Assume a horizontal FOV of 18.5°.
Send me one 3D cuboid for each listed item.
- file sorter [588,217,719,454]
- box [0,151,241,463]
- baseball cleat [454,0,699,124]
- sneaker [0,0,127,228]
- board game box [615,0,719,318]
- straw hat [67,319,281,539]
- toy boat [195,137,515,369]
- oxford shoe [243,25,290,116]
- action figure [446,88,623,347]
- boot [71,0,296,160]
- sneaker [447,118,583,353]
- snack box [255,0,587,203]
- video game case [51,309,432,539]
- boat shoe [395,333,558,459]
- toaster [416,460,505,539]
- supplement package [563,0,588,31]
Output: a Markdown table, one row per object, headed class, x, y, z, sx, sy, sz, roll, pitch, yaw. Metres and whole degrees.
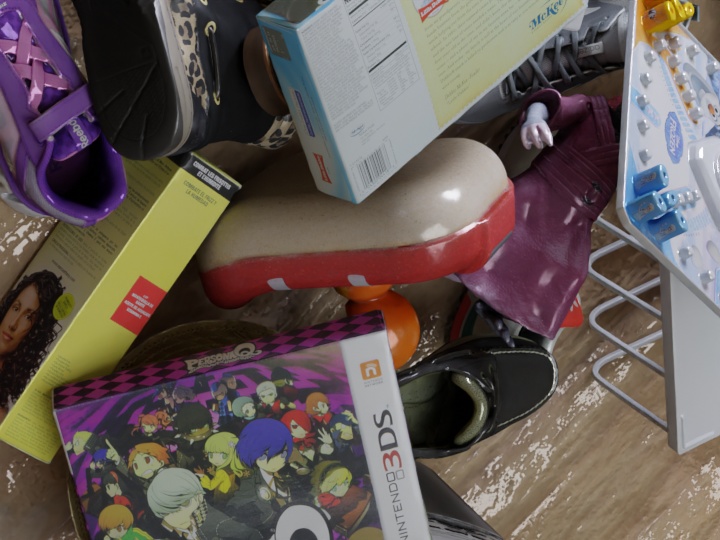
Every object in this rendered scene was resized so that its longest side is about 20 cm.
| class | x | y | z | sx | sy | sz | roll | pitch | yaw |
| --- | --- | --- | --- | --- | --- | --- | --- | --- | --- |
| file sorter | 0.236 | -0.006 | 1.549 | 0.138 | 0.124 | 0.202 | -23 | 124 | -24 |
| box | -0.157 | 0.009 | 1.304 | 0.050 | 0.075 | 0.201 | 35 | 89 | -42 |
| baseball cleat | 0.131 | -0.144 | 1.412 | 0.199 | 0.106 | 0.070 | -28 | 114 | -28 |
| sneaker | -0.179 | -0.103 | 1.219 | 0.080 | 0.088 | 0.201 | -32 | 127 | -16 |
| board game box | 0.230 | -0.054 | 1.354 | 0.026 | 0.201 | 0.200 | -27 | 128 | 34 |
| straw hat | -0.104 | 0.127 | 1.390 | 0.199 | 0.085 | 0.203 | -2 | 95 | -21 |
| toy boat | 0.000 | 0.000 | 1.331 | 0.130 | 0.198 | 0.132 | -43 | 125 | -57 |
| oxford shoe | 0.006 | -0.138 | 1.291 | 0.072 | 0.071 | 0.200 | 68 | 27 | -12 |
| action figure | 0.136 | -0.049 | 1.407 | 0.134 | 0.149 | 0.200 | 42 | 89 | -11 |
| boot | -0.096 | -0.159 | 1.252 | 0.150 | 0.073 | 0.202 | 0 | 78 | -60 |
| sneaker | 0.125 | -0.006 | 1.489 | 0.070 | 0.093 | 0.201 | 3 | 112 | -37 |
| snack box | 0.039 | -0.142 | 1.208 | 0.200 | 0.037 | 0.117 | -41 | 131 | -26 |
| video game case | -0.063 | 0.131 | 1.297 | 0.198 | 0.036 | 0.183 | -13 | 113 | -2 |
| boat shoe | 0.055 | 0.086 | 1.388 | 0.200 | 0.066 | 0.073 | -9 | 101 | -37 |
| toaster | 0.016 | 0.192 | 1.489 | 0.199 | 0.129 | 0.114 | 21 | 101 | -41 |
| supplement package | 0.082 | -0.261 | 1.305 | 0.120 | 0.120 | 0.202 | 5 | 110 | -36 |
